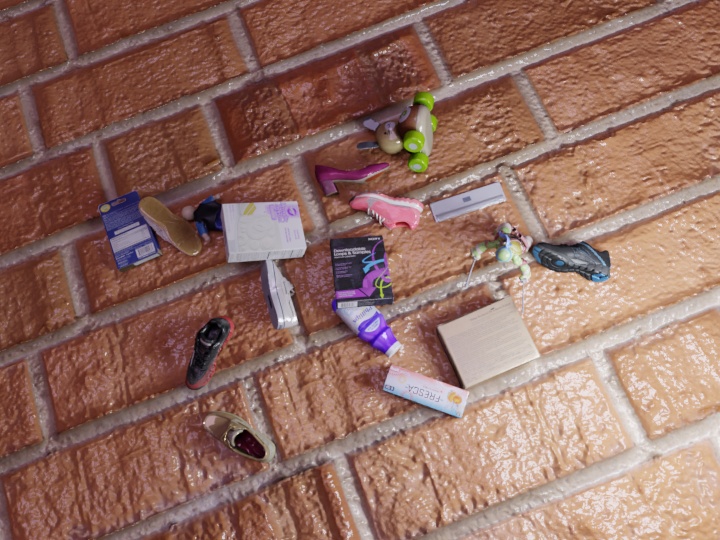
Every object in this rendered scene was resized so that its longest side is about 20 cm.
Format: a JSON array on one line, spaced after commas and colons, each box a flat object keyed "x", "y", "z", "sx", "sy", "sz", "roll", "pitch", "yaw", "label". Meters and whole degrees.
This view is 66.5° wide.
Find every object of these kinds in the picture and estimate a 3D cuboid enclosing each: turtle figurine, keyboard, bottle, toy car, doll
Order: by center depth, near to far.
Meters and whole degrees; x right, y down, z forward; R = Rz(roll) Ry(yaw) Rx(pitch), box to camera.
[{"x": 0.349, "y": -0.027, "z": 1.360, "sx": 0.143, "sy": 0.194, "sz": 0.201, "roll": 3, "pitch": 114, "yaw": 27, "label": "turtle figurine"}, {"x": 0.018, "y": 0.132, "z": 1.378, "sx": 0.083, "sy": 0.065, "sz": 0.200, "roll": -41, "pitch": 76, "yaw": -12, "label": "bottle"}, {"x": 0.288, "y": -0.184, "z": 1.473, "sx": 0.199, "sy": 0.011, "sz": 0.057, "roll": -18, "pitch": 70, "yaw": -1, "label": "keyboard"}, {"x": 0.091, "y": -0.372, "z": 1.474, "sx": 0.199, "sy": 0.158, "sz": 0.165, "roll": 6, "pitch": 63, "yaw": 18, "label": "toy car"}, {"x": -0.392, "y": -0.139, "z": 1.489, "sx": 0.199, "sy": 0.048, "sz": 0.137, "roll": 13, "pitch": 76, "yaw": 7, "label": "doll"}]

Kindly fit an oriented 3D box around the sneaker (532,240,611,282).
[{"x": 0.535, "y": -0.036, "z": 1.392, "sx": 0.199, "sy": 0.073, "sz": 0.082, "roll": 19, "pitch": 66, "yaw": 1, "label": "sneaker"}]

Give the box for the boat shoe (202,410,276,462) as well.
[{"x": -0.298, "y": 0.400, "z": 1.330, "sx": 0.199, "sy": 0.066, "sz": 0.074, "roll": 23, "pitch": 78, "yaw": 10, "label": "boat shoe"}]

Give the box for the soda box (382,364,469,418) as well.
[{"x": 0.157, "y": 0.293, "z": 1.328, "sx": 0.199, "sy": 0.064, "sz": 0.069, "roll": 19, "pitch": 77, "yaw": 9, "label": "soda box"}]

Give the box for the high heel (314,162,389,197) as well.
[{"x": -0.025, "y": -0.277, "z": 1.486, "sx": 0.199, "sy": 0.067, "sz": 0.097, "roll": -21, "pitch": 85, "yaw": 2, "label": "high heel"}]

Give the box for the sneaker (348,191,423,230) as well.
[{"x": 0.064, "y": -0.153, "z": 1.447, "sx": 0.199, "sy": 0.074, "sz": 0.087, "roll": 8, "pitch": 77, "yaw": 6, "label": "sneaker"}]

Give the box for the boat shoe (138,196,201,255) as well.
[{"x": -0.513, "y": -0.114, "z": 1.484, "sx": 0.200, "sy": 0.069, "sz": 0.071, "roll": 45, "pitch": 61, "yaw": -6, "label": "boat shoe"}]

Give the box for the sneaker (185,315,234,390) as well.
[{"x": -0.388, "y": 0.203, "z": 1.373, "sx": 0.071, "sy": 0.098, "sz": 0.201, "roll": 24, "pitch": 79, "yaw": 8, "label": "sneaker"}]

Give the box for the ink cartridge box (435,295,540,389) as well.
[{"x": 0.307, "y": 0.178, "z": 1.341, "sx": 0.199, "sy": 0.075, "sz": 0.165, "roll": -22, "pitch": 73, "yaw": -1, "label": "ink cartridge box"}]

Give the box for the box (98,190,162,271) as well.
[{"x": -0.633, "y": -0.110, "z": 1.506, "sx": 0.121, "sy": 0.032, "sz": 0.201, "roll": -23, "pitch": 76, "yaw": -3, "label": "box"}]

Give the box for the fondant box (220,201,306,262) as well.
[{"x": -0.252, "y": -0.102, "z": 1.421, "sx": 0.199, "sy": 0.058, "sz": 0.145, "roll": -5, "pitch": 66, "yaw": -21, "label": "fondant box"}]

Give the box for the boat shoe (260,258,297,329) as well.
[{"x": -0.207, "y": 0.055, "z": 1.421, "sx": 0.070, "sy": 0.071, "sz": 0.201, "roll": -5, "pitch": 62, "yaw": -29, "label": "boat shoe"}]

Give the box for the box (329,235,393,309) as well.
[{"x": 0.000, "y": 0.000, "z": 1.390, "sx": 0.142, "sy": 0.036, "sz": 0.201, "roll": -5, "pitch": 53, "yaw": -6, "label": "box"}]
